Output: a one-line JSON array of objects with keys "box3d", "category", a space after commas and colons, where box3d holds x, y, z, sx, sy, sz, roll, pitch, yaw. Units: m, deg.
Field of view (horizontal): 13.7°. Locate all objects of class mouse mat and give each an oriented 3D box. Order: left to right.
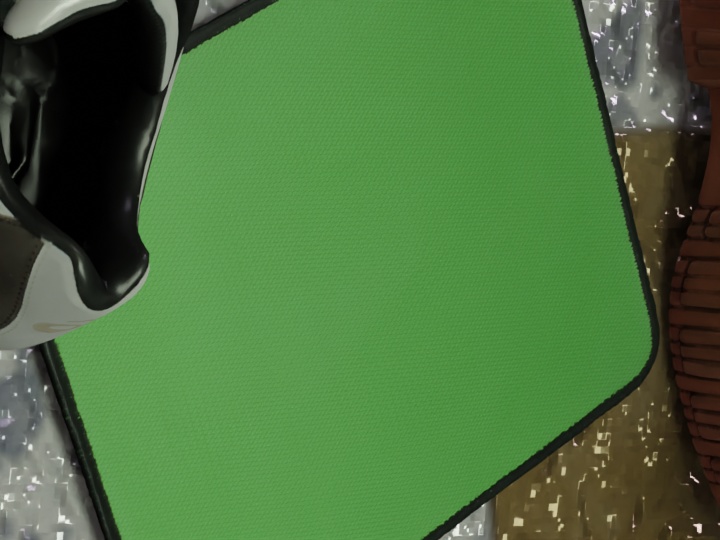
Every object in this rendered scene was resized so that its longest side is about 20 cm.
[{"box3d": [0.000, 0.000, 0.767, 0.200, 0.008, 0.161, -32, 117, -35], "category": "mouse mat"}]

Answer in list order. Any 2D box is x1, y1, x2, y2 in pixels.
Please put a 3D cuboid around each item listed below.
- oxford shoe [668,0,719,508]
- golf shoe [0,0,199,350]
[{"box3d": [0.135, -0.018, 0.853, 0.074, 0.071, 0.201, -15, 110, -50], "category": "oxford shoe"}, {"box3d": [-0.065, -0.081, 0.629, 0.078, 0.094, 0.201, -1, 94, -41], "category": "golf shoe"}]
